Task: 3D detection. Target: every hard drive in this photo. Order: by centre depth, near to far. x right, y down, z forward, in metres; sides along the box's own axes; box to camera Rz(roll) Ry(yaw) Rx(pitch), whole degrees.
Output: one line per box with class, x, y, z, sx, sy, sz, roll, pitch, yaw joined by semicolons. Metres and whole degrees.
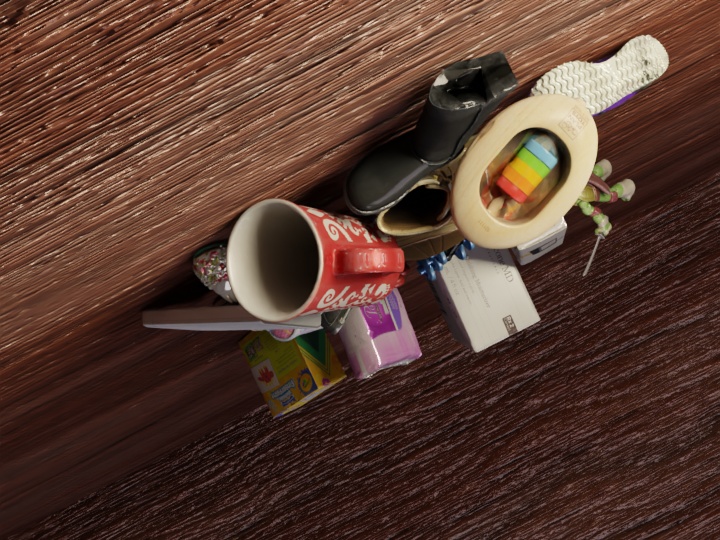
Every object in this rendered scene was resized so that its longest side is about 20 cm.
hard drive;-0.170;0.064;1.266;0.199;0.027;0.132;-4;172;32

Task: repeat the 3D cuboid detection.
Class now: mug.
mug;-0.030;0.001;1.115;0.200;0.177;0.134;1;116;-59

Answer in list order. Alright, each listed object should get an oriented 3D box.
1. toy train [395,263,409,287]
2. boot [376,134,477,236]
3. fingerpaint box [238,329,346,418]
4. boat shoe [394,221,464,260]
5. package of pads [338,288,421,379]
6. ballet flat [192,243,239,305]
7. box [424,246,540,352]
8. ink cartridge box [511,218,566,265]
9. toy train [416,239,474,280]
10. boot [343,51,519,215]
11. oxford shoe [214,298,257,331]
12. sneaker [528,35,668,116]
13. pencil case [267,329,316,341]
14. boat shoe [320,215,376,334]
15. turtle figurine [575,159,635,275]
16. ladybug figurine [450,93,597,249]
toy train;0.014;-0.025;1.489;0.115;0.085;0.200;-12;-169;11
boot;0.107;-0.104;1.168;0.199;0.073;0.155;-24;-169;4
fingerpaint box;-0.131;0.166;1.803;0.073;0.168;0.200;-19;167;-37
boat shoe;0.049;-0.048;1.272;0.198;0.065;0.071;-15;160;3
package of pads;0.015;0.074;1.607;0.120;0.201;0.075;-11;167;-47
ballet flat;-0.157;0.011;1.212;0.075;0.064;0.200;-26;170;4
box;0.199;0.019;1.696;0.130;0.200;0.200;-26;-175;-4
ink cartridge box;0.248;-0.098;1.482;0.085;0.148;0.200;-29;169;7
toy train;0.107;-0.061;1.390;0.086;0.115;0.200;-33;172;-10
boot;0.066;-0.137;0.992;0.164;0.066;0.200;-37;179;-15
oxford shoe;-0.170;0.063;1.418;0.070;0.074;0.200;-24;170;-18
sneaker;0.279;-0.216;1.172;0.199;0.070;0.100;-22;172;-23
pencil case;-0.076;0.061;1.646;0.090;0.084;0.199;-7;-174;40
boat shoe;0.001;0.000;1.341;0.200;0.068;0.074;-56;-171;-25
turtle figurine;0.432;-0.126;1.871;0.193;0.202;0.143;-26;-154;-33
ladybug figurine;0.183;-0.115;1.085;0.200;0.136;0.072;-46;-170;6
